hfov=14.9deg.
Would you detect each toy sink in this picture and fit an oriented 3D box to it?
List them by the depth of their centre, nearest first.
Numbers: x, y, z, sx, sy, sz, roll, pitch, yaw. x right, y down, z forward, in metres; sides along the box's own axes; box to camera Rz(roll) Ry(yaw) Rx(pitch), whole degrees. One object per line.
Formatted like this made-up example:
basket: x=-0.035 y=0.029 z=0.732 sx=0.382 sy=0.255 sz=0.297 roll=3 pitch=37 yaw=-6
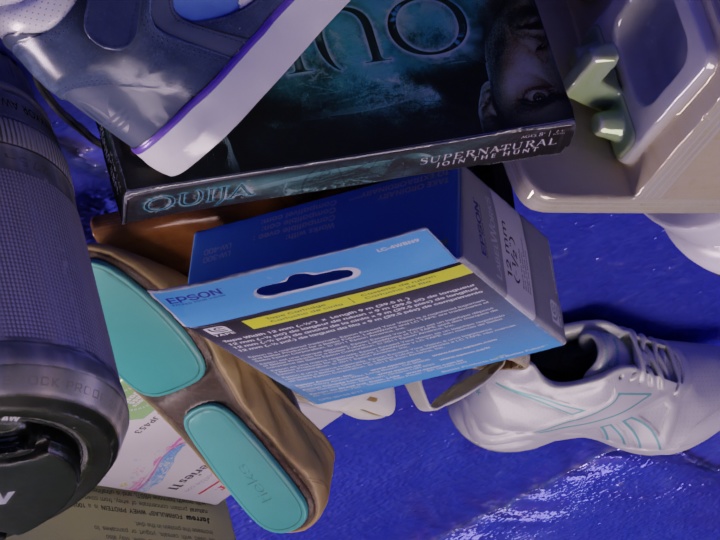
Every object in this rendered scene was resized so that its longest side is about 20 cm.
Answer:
toy sink: x=0.165 y=-0.110 z=1.274 sx=0.200 sy=0.131 sz=0.112 roll=0 pitch=149 yaw=-27

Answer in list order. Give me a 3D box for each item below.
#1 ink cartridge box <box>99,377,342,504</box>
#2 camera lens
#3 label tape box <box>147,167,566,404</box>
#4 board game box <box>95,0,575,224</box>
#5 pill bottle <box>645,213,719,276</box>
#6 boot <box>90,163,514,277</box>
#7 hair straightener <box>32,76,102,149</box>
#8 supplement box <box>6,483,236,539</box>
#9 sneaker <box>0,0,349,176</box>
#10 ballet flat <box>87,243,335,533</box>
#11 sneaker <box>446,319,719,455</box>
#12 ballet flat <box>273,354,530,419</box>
ink cartridge box: x=-0.094 y=0.071 z=1.534 sx=0.200 sy=0.067 sz=0.117 roll=14 pitch=140 yaw=-44
camera lens: x=-0.197 y=0.016 z=1.228 sx=0.160 sy=0.200 sz=0.160 roll=-13 pitch=152 yaw=-7
label tape box: x=0.000 y=0.000 z=1.337 sx=0.143 sy=0.066 sz=0.200 roll=-14 pitch=157 yaw=19
board game box: x=-0.020 y=-0.098 z=1.186 sx=0.200 sy=0.135 sz=0.028 roll=-10 pitch=153 yaw=-14
pill bottle: x=0.226 y=-0.041 z=1.453 sx=0.114 sy=0.114 sz=0.200 roll=-30 pitch=149 yaw=25
boot: x=-0.040 y=-0.052 z=1.369 sx=0.200 sy=0.069 sz=0.188 roll=-13 pitch=160 yaw=12
hair straightener: x=-0.049 y=-0.089 z=1.234 sx=0.200 sy=0.077 sz=0.041 roll=-4 pitch=134 yaw=1
supplement box: x=-0.179 y=0.187 z=1.558 sx=0.200 sy=0.200 sz=0.134 roll=11 pitch=142 yaw=-42
sneaker: x=-0.071 y=-0.152 z=1.121 sx=0.200 sy=0.146 sz=0.081 roll=-52 pitch=-165 yaw=-22
ballet flat: x=-0.082 y=0.050 z=1.417 sx=0.069 sy=0.063 sz=0.200 roll=-18 pitch=119 yaw=35
sneaker: x=0.156 y=0.068 z=1.668 sx=0.200 sy=0.071 sz=0.080 roll=-3 pitch=147 yaw=-24
ballet flat: x=0.021 y=0.052 z=1.513 sx=0.200 sy=0.062 sz=0.067 roll=-14 pitch=-173 yaw=-36
